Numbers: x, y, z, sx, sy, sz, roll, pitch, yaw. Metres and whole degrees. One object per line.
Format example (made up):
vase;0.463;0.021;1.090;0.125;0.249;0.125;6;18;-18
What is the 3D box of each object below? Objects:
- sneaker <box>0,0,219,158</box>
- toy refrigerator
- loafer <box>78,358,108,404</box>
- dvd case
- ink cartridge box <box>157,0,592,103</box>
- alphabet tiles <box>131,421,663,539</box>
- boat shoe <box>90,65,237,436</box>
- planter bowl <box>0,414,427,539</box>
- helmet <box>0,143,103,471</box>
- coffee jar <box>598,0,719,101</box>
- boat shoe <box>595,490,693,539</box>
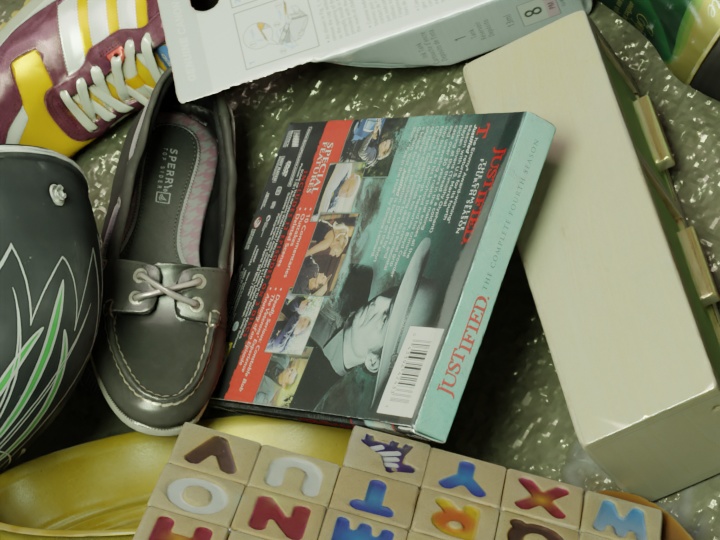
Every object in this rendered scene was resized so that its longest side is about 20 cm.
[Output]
sneaker;-0.119;-0.110;1.280;0.200;0.075;0.090;-50;48;-2
toy refrigerator;0.112;-0.008;1.108;0.070;0.076;0.201;-25;56;14
loafer;-0.158;-0.001;1.260;0.200;0.072;0.063;34;64;30
dvd case;0.000;0.000;1.136;0.200;0.022;0.147;1;68;59
ink cartridge box;-0.002;-0.167;1.248;0.199;0.057;0.163;-20;59;11
alphabet tiles;0.017;0.110;0.978;0.199;0.008;0.167;16;27;2
boat shoe;-0.092;-0.016;1.197;0.066;0.057;0.201;7;49;-6
planter bowl;-0.064;0.124;1.100;0.199;0.200;0.084;-4;99;26
helmet;-0.213;0.012;1.136;0.190;0.200;0.200;36;85;29
coffee jar;0.126;-0.160;1.128;0.200;0.085;0.104;37;84;5
boat shoe;0.125;0.169;1.012;0.070;0.071;0.200;-22;35;-2
